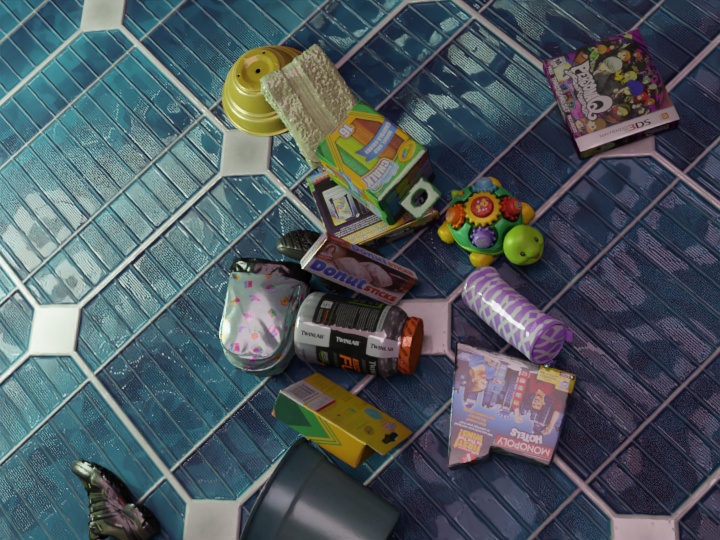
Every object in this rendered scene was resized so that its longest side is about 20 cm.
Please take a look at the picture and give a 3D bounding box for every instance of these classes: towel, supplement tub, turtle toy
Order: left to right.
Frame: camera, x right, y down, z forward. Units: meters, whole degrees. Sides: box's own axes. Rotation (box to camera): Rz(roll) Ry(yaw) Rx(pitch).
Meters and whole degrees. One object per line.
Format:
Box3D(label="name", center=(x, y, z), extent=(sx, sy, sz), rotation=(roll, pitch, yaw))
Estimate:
Box3D(label="towel", center=(-0.080, -0.306, 1.655), extent=(0.148, 0.036, 0.200), rotation=(-33, 97, -2))
Box3D(label="supplement tub", center=(-0.001, 0.110, 1.494), extent=(0.200, 0.123, 0.123), rotation=(10, 75, 16))
Box3D(label="turtle toy", center=(0.229, -0.079, 1.515), extent=(0.200, 0.101, 0.146), rotation=(41, 85, 21))

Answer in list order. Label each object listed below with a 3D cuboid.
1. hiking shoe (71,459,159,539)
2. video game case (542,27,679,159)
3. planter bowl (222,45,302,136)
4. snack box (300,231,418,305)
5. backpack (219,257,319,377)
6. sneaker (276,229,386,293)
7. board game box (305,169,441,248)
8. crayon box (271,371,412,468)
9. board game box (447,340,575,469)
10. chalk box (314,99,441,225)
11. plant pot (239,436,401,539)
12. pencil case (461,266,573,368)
Box3D(label="hiking shoe", center=(-0.443, 0.410, 1.520), extent=(0.200, 0.076, 0.101), rotation=(38, 80, 20))
Box3D(label="video game case", center=(0.443, -0.316, 1.580), extent=(0.181, 0.036, 0.200), rotation=(-17, 69, 5))
Box3D(label="planter bowl", center=(-0.187, -0.368, 1.715), extent=(0.200, 0.083, 0.201), rotation=(-4, 71, 11))
Box3D(label="snack box", center=(0.000, 0.000, 1.492), extent=(0.072, 0.200, 0.024), rotation=(-49, 37, 26))
Box3D(label="backpack", center=(-0.173, 0.082, 1.539), extent=(0.167, 0.127, 0.200), rotation=(4, 71, 14))
Box3D(label="sneaker", center=(-0.054, -0.007, 1.526), extent=(0.200, 0.091, 0.076), rotation=(17, 29, -18))
Box3D(label="board game box", center=(0.023, -0.129, 1.604), extent=(0.200, 0.057, 0.165), rotation=(-22, 71, 4))
Box3D(label="crayon box", center=(-0.029, 0.249, 1.450), extent=(0.200, 0.127, 0.051), rotation=(29, 109, 20))
Box3D(label="board game box", center=(0.222, 0.238, 1.426), extent=(0.200, 0.062, 0.200), rotation=(16, 77, 17))
Box3D(label="chalk box", center=(0.043, -0.170, 1.516), extent=(0.200, 0.124, 0.125), rotation=(39, 84, 20))
Box3D(label="plant pot", center=(-0.054, 0.395, 1.386), extent=(0.196, 0.200, 0.200), rotation=(27, 80, 11))
Box3D(label="pencil case", center=(0.251, 0.068, 1.442), extent=(0.085, 0.084, 0.200), rotation=(-26, 44, -22))
